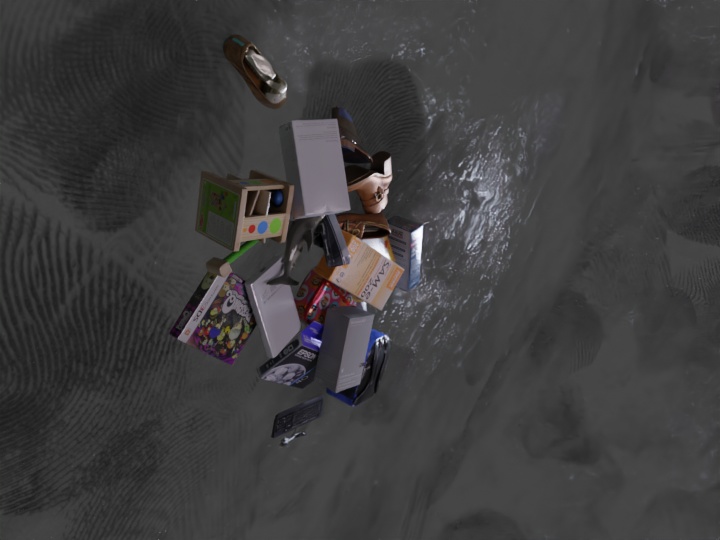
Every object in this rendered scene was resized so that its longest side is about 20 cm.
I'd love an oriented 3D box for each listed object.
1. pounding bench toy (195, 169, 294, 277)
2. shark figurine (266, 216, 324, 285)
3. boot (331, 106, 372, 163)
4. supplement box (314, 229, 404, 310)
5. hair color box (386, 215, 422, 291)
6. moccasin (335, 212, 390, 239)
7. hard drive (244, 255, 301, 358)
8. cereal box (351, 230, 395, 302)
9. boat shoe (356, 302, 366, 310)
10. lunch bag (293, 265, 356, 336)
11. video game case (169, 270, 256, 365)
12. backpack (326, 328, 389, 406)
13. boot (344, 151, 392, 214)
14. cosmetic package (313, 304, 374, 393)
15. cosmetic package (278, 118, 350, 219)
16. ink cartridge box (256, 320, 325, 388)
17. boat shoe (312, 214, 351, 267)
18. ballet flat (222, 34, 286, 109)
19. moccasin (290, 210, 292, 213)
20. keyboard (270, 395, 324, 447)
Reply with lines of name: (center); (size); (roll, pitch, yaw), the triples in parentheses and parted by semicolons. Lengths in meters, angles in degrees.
pounding bench toy: (-0.235, -0.092, 1.246); (0.156, 0.124, 0.201); (-13, 121, -51)
shark figurine: (-0.164, -0.067, 1.410); (0.089, 0.128, 0.215); (24, 92, -24)
boot: (-0.019, -0.312, 1.434); (0.200, 0.074, 0.097); (10, 79, -69)
supplement box: (0.000, 0.000, 1.523); (0.200, 0.073, 0.126); (31, 87, -39)
hair color box: (0.123, -0.050, 1.787); (0.060, 0.100, 0.201); (-33, 135, -40)
moccasin: (-0.013, -0.100, 1.561); (0.201, 0.078, 0.074); (-3, 138, -36)
hard drive: (-0.201, 0.085, 1.428); (0.132, 0.026, 0.201); (-49, 135, -49)
cereal box: (0.020, -0.029, 1.647); (0.200, 0.039, 0.144); (-53, 132, -42)
boat shoe: (-0.008, 0.069, 1.715); (0.057, 0.068, 0.200); (-48, 144, -41)
lunch bag: (-0.088, 0.079, 1.606); (0.176, 0.082, 0.200); (-60, 148, -14)
video game case: (-0.304, 0.100, 1.353); (0.182, 0.036, 0.200); (-59, 147, -10)
backpack: (-0.018, 0.254, 1.722); (0.162, 0.167, 0.201); (-17, 128, -68)
boot: (0.013, -0.201, 1.569); (0.200, 0.074, 0.155); (-32, 141, -33)
cosmetic package: (-0.042, 0.195, 1.554); (0.107, 0.090, 0.201); (-7, 115, -51)
cosmetic package: (-0.098, -0.216, 1.301); (0.113, 0.081, 0.201); (-8, 94, -28)
ink cartridge box: (-0.136, 0.226, 1.585); (0.200, 0.043, 0.198); (-40, 148, 12)
boat shoe: (-0.082, -0.083, 1.434); (0.068, 0.200, 0.072); (-16, 141, -8)
ballet flat: (-0.185, -0.375, 1.180); (0.068, 0.072, 0.200); (-57, 146, -11)
moccasin: (-0.132, -0.170, 1.374); (0.200, 0.068, 0.080); (-45, 177, -17)
keyboard: (-0.180, 0.442, 1.760); (0.200, 0.021, 0.127); (-11, 119, -50)
